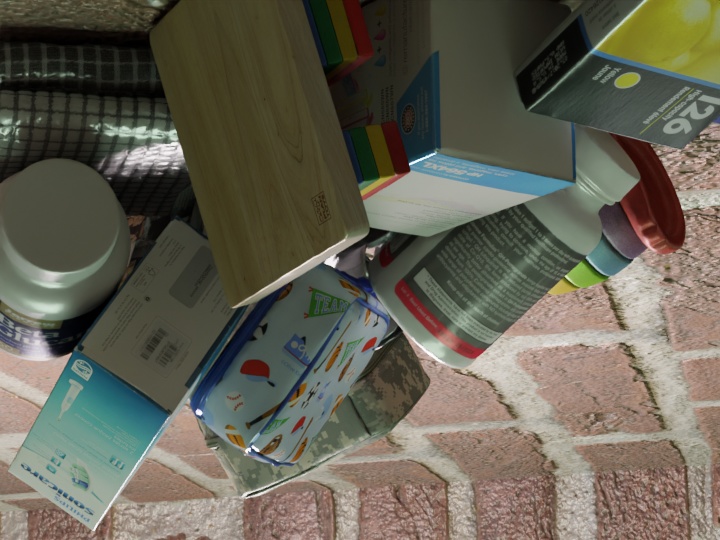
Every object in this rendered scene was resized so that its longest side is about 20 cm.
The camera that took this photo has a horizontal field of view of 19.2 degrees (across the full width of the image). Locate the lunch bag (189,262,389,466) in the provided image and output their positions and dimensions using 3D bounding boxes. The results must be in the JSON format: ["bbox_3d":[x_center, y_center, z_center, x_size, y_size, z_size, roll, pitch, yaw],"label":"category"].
[{"bbox_3d":[-0.047,0.065,1.598,0.075,0.161,0.200,33,179,11],"label":"lunch bag"}]

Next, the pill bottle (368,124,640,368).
[{"bbox_3d":[0.110,-0.030,1.585,0.200,0.111,0.110,-44,151,16],"label":"pill bottle"}]

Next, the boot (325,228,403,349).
[{"bbox_3d":[0.000,0.000,1.708,0.070,0.132,0.200,-44,-164,-26],"label":"boot"}]

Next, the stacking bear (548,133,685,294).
[{"bbox_3d":[0.153,-0.028,1.729,0.199,0.122,0.114,-28,170,21],"label":"stacking bear"}]

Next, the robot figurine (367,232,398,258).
[{"bbox_3d":[0.077,-0.016,1.877,0.168,0.114,0.200,14,163,-11],"label":"robot figurine"}]

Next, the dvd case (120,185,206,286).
[{"bbox_3d":[-0.162,-0.033,1.672,0.199,0.147,0.022,-25,127,31],"label":"dvd case"}]

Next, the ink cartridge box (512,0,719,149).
[{"bbox_3d":[0.234,-0.154,1.385,0.199,0.047,0.198,11,141,-33],"label":"ink cartridge box"}]

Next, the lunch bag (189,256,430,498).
[{"bbox_3d":[-0.058,0.081,1.892,0.199,0.169,0.139,-26,-168,30],"label":"lunch bag"}]

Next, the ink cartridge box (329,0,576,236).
[{"bbox_3d":[0.040,-0.107,1.479,0.124,0.130,0.199,9,163,-34],"label":"ink cartridge box"}]

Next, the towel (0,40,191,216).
[{"bbox_3d":[-0.195,-0.105,1.556,0.164,0.086,0.200,0,164,-14],"label":"towel"}]

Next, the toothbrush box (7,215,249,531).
[{"bbox_3d":[-0.167,0.078,1.559,0.085,0.147,0.200,35,141,-2],"label":"toothbrush box"}]

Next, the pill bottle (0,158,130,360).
[{"bbox_3d":[-0.223,-0.010,1.519,0.110,0.112,0.200,1,164,-13],"label":"pill bottle"}]

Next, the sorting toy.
[{"bbox_3d":[-0.049,-0.099,1.388,0.069,0.202,0.199,-14,173,-28],"label":"sorting toy"}]
